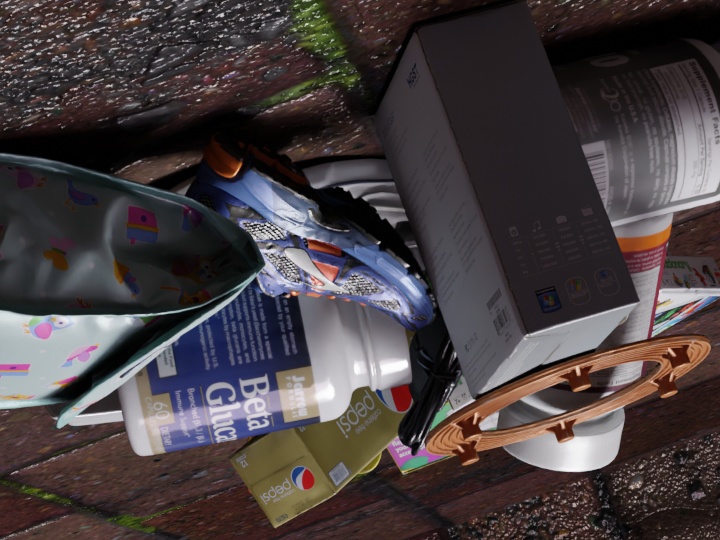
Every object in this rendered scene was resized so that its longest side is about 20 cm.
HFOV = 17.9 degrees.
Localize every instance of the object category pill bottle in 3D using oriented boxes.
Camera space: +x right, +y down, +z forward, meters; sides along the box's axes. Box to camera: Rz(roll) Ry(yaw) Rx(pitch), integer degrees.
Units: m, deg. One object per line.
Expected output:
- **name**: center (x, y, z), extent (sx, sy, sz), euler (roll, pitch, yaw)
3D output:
- **pill bottle**: center (-0.069, 0.057, 1.589), extent (0.199, 0.111, 0.111), euler (-11, 166, -2)
- **pill bottle**: center (0.154, 0.034, 1.631), extent (0.109, 0.200, 0.110), euler (6, -156, -3)
- **pill bottle**: center (0.186, -0.092, 1.525), extent (0.200, 0.114, 0.114), euler (-14, 165, -21)

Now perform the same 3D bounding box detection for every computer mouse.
- **computer mouse**: center (0.066, 0.038, 1.643), extent (0.141, 0.046, 0.200), euler (-65, 175, 20)

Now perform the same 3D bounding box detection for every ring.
- **ring**: center (0.138, 0.088, 1.505), extent (0.200, 0.019, 0.200), euler (-18, 166, -5)

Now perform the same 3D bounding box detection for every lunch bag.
- **lunch bag**: center (-0.177, 0.015, 1.377), extent (0.200, 0.122, 0.170), euler (6, 155, -29)

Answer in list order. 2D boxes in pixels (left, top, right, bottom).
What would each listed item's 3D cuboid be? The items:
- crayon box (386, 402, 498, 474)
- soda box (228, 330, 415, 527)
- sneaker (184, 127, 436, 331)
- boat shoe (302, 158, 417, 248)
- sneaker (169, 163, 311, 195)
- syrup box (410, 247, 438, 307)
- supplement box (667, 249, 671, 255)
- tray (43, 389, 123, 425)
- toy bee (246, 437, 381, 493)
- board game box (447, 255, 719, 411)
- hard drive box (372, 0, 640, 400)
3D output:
- **crayon box**: center (0.120, 0.079, 2.012), extent (0.200, 0.058, 0.173), euler (-23, -154, 19)
- **soda box**: center (-0.012, 0.112, 1.712), extent (0.068, 0.064, 0.200), euler (-32, -178, 34)
- **sneaker**: center (-0.034, -0.014, 1.453), extent (0.200, 0.075, 0.078), euler (32, 109, -27)
- **boat shoe**: center (0.001, -0.037, 1.585), extent (0.200, 0.066, 0.074), euler (-9, 164, -34)
- **sneaker**: center (-0.121, -0.022, 1.516), extent (0.200, 0.074, 0.082), euler (-27, -164, 9)
- **syrup box**: center (0.000, 0.000, 1.695), extent (0.200, 0.082, 0.079), euler (-20, 165, -2)
- **supplement box**: center (0.173, -0.015, 1.822), extent (0.131, 0.103, 0.200), euler (-24, 165, 9)
- **tray**: center (-0.156, 0.087, 1.757), extent (0.200, 0.022, 0.107), euler (-5, -156, -24)
- **toy bee**: center (-0.059, 0.128, 1.859), extent (0.200, 0.131, 0.109), euler (-4, 122, -34)
- **board game box**: center (0.172, 0.049, 1.764), extent (0.200, 0.035, 0.126), euler (-32, 163, 27)
- **hard drive box**: center (0.084, -0.040, 1.405), extent (0.077, 0.200, 0.156), euler (-16, 167, -14)
